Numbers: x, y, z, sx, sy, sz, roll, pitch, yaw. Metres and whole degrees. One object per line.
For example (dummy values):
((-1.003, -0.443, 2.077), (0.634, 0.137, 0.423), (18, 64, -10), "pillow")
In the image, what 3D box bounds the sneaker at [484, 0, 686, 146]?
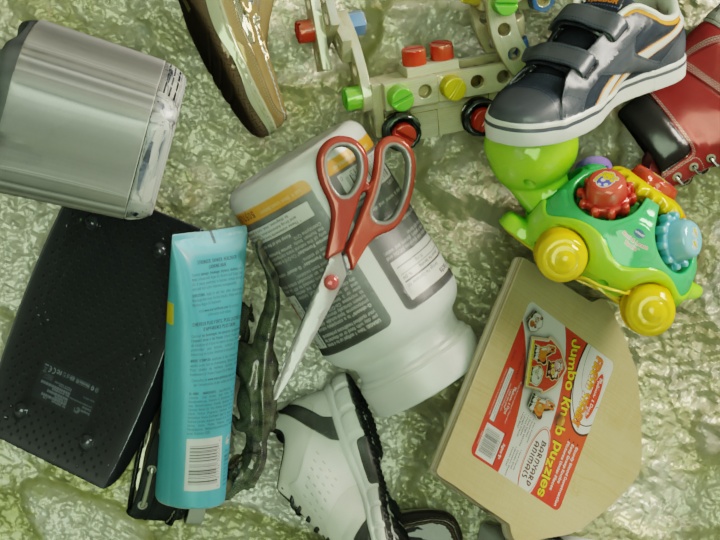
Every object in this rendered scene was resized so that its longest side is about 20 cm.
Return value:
((0.158, -0.152, 1.495), (0.200, 0.078, 0.079), (-30, 125, -41), "sneaker")

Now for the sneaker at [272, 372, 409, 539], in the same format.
((-0.014, 0.176, 1.547), (0.080, 0.074, 0.200), (-22, 54, 6), "sneaker")

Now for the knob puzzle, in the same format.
((0.142, 0.111, 1.573), (0.220, 0.030, 0.220), (-2, 94, -41), "knob puzzle")

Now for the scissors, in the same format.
((-0.010, -0.001, 1.470), (0.073, 0.014, 0.200), (13, 84, -16), "scissors")

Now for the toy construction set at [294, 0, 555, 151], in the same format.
((0.053, -0.164, 1.544), (0.200, 0.092, 0.131), (-6, 112, 0), "toy construction set")

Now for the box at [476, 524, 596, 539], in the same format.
((0.150, 0.308, 1.538), (0.131, 0.199, 0.200), (9, 94, -8), "box")

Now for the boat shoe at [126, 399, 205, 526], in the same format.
((-0.138, 0.092, 1.555), (0.060, 0.076, 0.200), (4, 94, -12), "boat shoe")

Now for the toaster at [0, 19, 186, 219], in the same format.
((-0.196, -0.104, 1.470), (0.129, 0.200, 0.114), (14, 103, -6), "toaster")

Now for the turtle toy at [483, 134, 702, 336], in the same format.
((0.171, -0.040, 1.535), (0.200, 0.146, 0.101), (32, 99, -7), "turtle toy")

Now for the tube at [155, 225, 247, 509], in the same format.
((-0.114, 0.069, 1.491), (0.050, 0.077, 0.200), (13, 104, 31), "tube")

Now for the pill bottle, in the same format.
((0.000, 0.000, 1.540), (0.116, 0.116, 0.200), (-32, 97, -2), "pill bottle")

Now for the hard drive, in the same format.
((-0.190, 0.047, 1.532), (0.135, 0.042, 0.200), (21, 91, 29), "hard drive")

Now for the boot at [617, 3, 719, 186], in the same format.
((0.298, -0.085, 1.589), (0.200, 0.072, 0.144), (42, 90, 1), "boot")

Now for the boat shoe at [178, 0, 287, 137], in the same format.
((-0.091, -0.199, 1.542), (0.076, 0.072, 0.200), (-26, 97, -15), "boat shoe")

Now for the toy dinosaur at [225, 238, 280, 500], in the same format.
((-0.079, 0.066, 1.545), (0.047, 0.088, 0.200), (2, 103, -11), "toy dinosaur")

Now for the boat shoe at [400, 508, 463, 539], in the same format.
((-0.012, 0.242, 1.580), (0.200, 0.073, 0.075), (-25, 97, -3), "boat shoe")
